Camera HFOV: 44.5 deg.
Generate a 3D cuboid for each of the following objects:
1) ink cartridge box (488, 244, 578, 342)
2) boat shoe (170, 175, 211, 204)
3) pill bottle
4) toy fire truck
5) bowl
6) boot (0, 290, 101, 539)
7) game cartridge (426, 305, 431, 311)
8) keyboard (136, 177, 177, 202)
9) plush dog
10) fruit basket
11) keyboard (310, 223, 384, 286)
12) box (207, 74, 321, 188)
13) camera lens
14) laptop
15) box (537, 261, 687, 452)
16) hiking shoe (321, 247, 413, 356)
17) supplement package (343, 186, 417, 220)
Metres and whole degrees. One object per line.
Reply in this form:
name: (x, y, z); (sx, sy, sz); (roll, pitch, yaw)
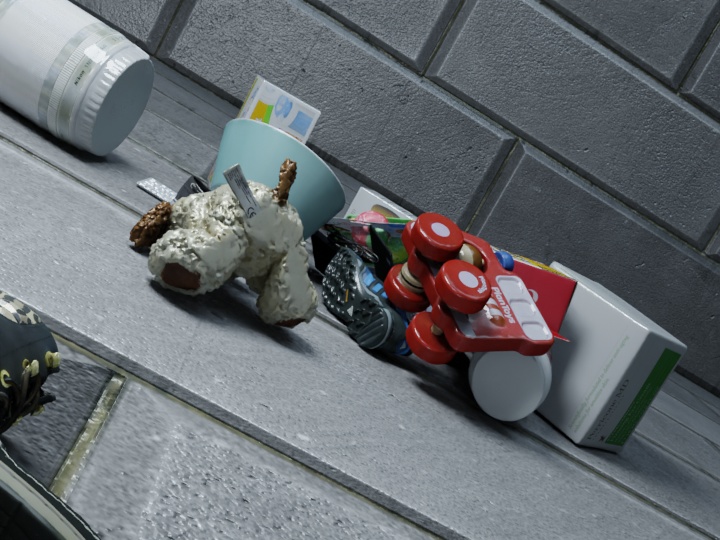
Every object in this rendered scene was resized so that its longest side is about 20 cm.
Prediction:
ink cartridge box: (0.191, 0.016, 1.229); (0.196, 0.086, 0.176); (17, 8, -17)
boat shoe: (-0.153, -0.054, 1.129); (0.198, 0.067, 0.070); (33, 10, 12)
pill bottle: (0.199, 0.132, 1.165); (0.108, 0.111, 0.200); (32, 9, 10)
toy fire truck: (0.132, 0.021, 1.075); (0.165, 0.113, 0.202); (4, 43, -28)
bowl: (-0.128, -0.102, 1.217); (0.198, 0.106, 0.202); (26, -20, 10)
boot: (-0.167, 0.069, 0.392); (0.201, 0.075, 0.154); (29, 14, 8)
game cartridge: (0.213, 0.064, 1.443); (0.197, 0.043, 0.132); (-18, -20, 35)
keyboard: (-0.212, -0.070, 1.200); (0.198, 0.011, 0.056); (32, 9, 0)
plush dog: (-0.141, -0.040, 0.929); (0.198, 0.164, 0.170); (22, -11, -40)
fruit basket: (0.017, -0.050, 1.458); (0.181, 0.096, 0.200); (6, -6, 16)
keyboard: (0.000, 0.000, 1.258); (0.039, 0.106, 0.199); (-30, 48, -26)
box: (-0.164, -0.204, 1.462); (0.111, 0.203, 0.101); (25, 9, -19)
camera lens: (-0.394, -0.266, 1.162); (0.198, 0.162, 0.160); (32, 9, 3)
laptop: (0.089, 0.038, 1.314); (0.197, 0.105, 0.178); (26, 11, -15)
box: (0.347, 0.134, 1.348); (0.170, 0.202, 0.199); (19, 15, -48)
hiking shoe: (0.009, 0.047, 1.150); (0.086, 0.075, 0.201); (30, 19, -34)
supplement package: (0.067, -0.067, 1.768); (0.198, 0.115, 0.109); (32, 8, 13)
